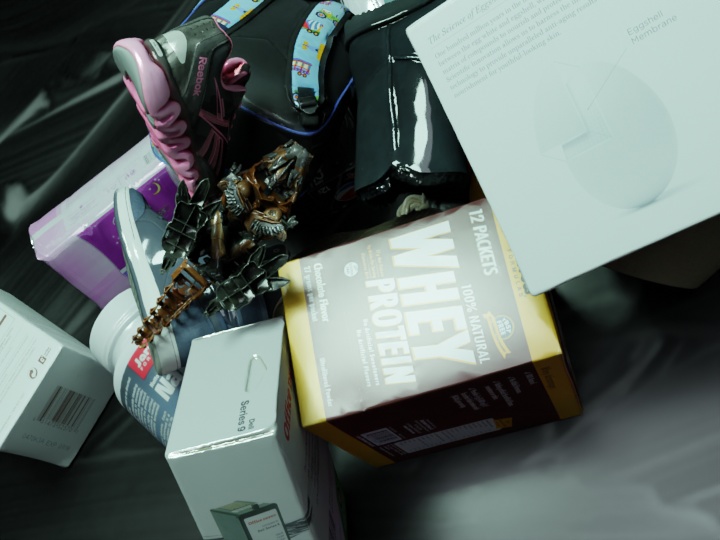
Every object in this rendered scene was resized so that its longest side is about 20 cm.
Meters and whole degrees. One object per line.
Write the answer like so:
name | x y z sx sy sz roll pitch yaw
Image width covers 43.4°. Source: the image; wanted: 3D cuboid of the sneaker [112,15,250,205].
sneaker | -0.122 -0.124 0.717 0.095 0.201 0.079 -35 70 -13

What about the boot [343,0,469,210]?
boot | 0.077 -0.150 0.748 0.197 0.076 0.171 -14 74 27

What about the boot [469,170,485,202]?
boot | 0.144 -0.155 0.826 0.070 0.144 0.204 21 79 19

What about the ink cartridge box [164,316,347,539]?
ink cartridge box | -0.071 0.161 0.701 0.083 0.203 0.147 -13 28 5

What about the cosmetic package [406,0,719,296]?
cosmetic package | 0.171 -0.124 0.606 0.198 0.123 0.203 -26 91 31

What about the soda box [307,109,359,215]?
soda box | -0.048 -0.164 0.945 0.070 0.063 0.202 -27 65 8

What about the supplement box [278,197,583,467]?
supplement box | 0.065 0.060 0.750 0.197 0.197 0.135 -17 65 12

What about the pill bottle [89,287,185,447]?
pill bottle | -0.163 0.105 0.859 0.199 0.120 0.120 34 85 26

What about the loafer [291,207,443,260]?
loafer | 0.000 0.000 0.853 0.198 0.076 0.069 -14 104 36

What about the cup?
cup | 0.251 -0.069 0.751 0.198 0.200 0.146 18 102 24

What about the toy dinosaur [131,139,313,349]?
toy dinosaur | -0.106 -0.017 0.728 0.101 0.136 0.203 20 94 -9

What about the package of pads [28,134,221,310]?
package of pads | -0.228 -0.053 0.935 0.199 0.121 0.076 -36 45 5

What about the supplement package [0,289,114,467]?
supplement package | -0.370 0.097 0.938 0.198 0.117 0.118 28 82 26

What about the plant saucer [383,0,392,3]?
plant saucer | 0.120 -0.306 0.934 0.196 0.027 0.204 -2 68 5

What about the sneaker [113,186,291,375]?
sneaker | -0.142 -0.009 0.831 0.144 0.077 0.204 -17 57 -15

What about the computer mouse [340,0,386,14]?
computer mouse | 0.023 -0.264 0.967 0.108 0.044 0.202 -29 64 9

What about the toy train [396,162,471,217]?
toy train | 0.065 -0.111 0.848 0.083 0.116 0.204 10 77 6

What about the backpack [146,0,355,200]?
backpack | -0.089 -0.180 0.849 0.180 0.136 0.201 22 49 4
